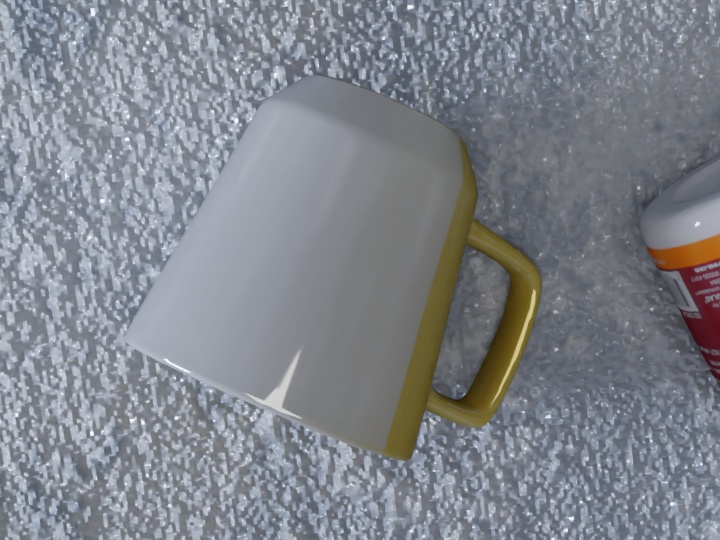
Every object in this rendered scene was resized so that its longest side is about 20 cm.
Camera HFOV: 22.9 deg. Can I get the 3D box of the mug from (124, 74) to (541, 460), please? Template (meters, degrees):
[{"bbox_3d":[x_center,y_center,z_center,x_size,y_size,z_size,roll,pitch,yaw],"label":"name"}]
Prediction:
[{"bbox_3d":[-0.009,-0.004,0.869,0.149,0.186,0.154,21,87,27],"label":"mug"}]

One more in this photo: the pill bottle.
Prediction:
[{"bbox_3d":[0.230,0.036,0.881,0.113,0.113,0.201,-29,99,1],"label":"pill bottle"}]
